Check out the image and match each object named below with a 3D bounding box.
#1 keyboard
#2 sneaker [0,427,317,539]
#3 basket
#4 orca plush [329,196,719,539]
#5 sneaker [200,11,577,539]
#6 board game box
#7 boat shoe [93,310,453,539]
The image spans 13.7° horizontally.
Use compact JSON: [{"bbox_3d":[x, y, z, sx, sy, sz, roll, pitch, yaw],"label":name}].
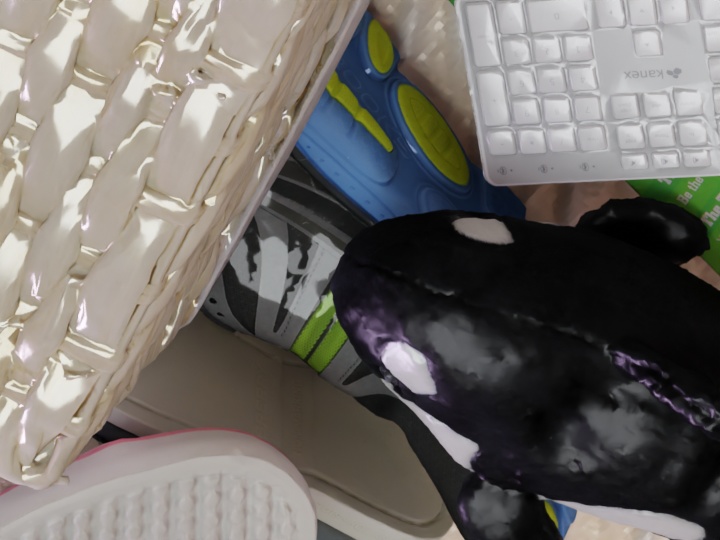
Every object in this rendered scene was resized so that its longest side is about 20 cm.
[{"bbox_3d":[0.123,-0.053,0.774,0.199,0.011,0.056,-2,119,21],"label":"keyboard"},{"bbox_3d":[-0.105,0.085,0.856,0.200,0.105,0.075,-32,118,12],"label":"sneaker"},{"bbox_3d":[-0.077,-0.066,0.733,0.135,0.123,0.200,29,122,0],"label":"basket"},{"bbox_3d":[0.085,0.050,0.788,0.200,0.071,0.105,45,87,-10],"label":"orca plush"},{"bbox_3d":[0.000,0.000,0.854,0.083,0.071,0.200,-27,103,38],"label":"sneaker"},{"bbox_3d":[0.120,-0.040,0.804,0.200,0.030,0.096,43,125,-12],"label":"board game box"},{"bbox_3d":[-0.065,0.039,0.876,0.200,0.073,0.062,31,129,-25],"label":"boat shoe"}]
